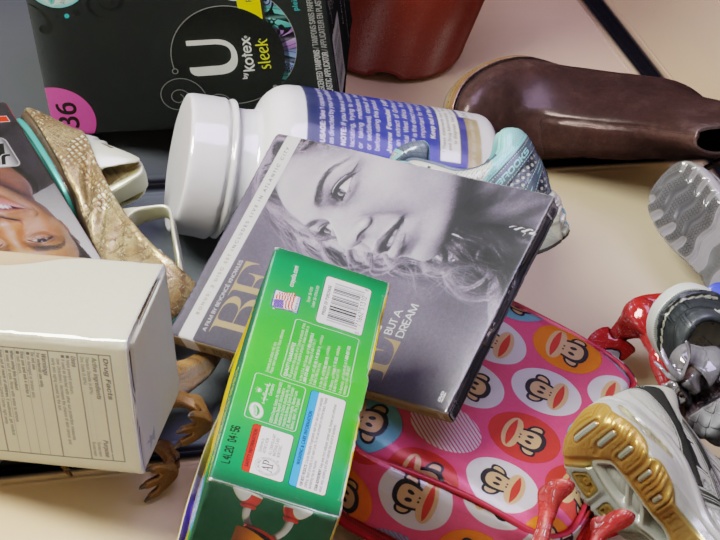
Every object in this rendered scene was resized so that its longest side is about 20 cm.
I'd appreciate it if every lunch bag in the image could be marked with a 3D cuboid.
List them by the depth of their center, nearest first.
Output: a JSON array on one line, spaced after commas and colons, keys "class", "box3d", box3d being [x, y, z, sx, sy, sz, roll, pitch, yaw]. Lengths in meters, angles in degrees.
[{"class": "lunch bag", "box3d": [0.086, 0.103, 1.504, 0.175, 0.082, 0.200, 24, 36, 8]}]

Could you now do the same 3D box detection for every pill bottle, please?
[{"class": "pill bottle", "box3d": [-0.020, -0.055, 1.634, 0.198, 0.120, 0.120, 9, 37, -13]}]

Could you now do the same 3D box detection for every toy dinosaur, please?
[{"class": "toy dinosaur", "box3d": [-0.125, 0.072, 1.476, 0.199, 0.061, 0.106, -16, 46, -38]}]

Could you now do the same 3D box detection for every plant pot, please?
[{"class": "plant pot", "box3d": [0.029, -0.260, 1.855, 0.199, 0.196, 0.201, 12, 36, -9]}]

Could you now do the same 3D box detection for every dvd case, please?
[{"class": "dvd case", "box3d": [0.000, 0.000, 1.487, 0.199, 0.016, 0.149, 14, 65, 32]}]

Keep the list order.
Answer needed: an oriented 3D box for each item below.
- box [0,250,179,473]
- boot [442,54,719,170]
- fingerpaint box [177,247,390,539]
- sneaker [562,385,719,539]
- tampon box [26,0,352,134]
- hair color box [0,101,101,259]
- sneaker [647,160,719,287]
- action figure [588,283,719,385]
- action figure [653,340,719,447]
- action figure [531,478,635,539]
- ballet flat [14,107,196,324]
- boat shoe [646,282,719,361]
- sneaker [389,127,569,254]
[{"class": "box", "box3d": [-0.207, 0.046, 1.403, 0.198, 0.096, 0.078, 6, 36, 11]}, {"class": "boot", "box3d": [0.176, -0.108, 1.774, 0.199, 0.073, 0.166, -4, 11, -37]}, {"class": "fingerpaint box", "box3d": [-0.052, 0.116, 1.358, 0.073, 0.168, 0.201, 17, 37, -3]}, {"class": "sneaker", "box3d": [0.198, 0.152, 1.440, 0.087, 0.075, 0.201, -27, 88, -51]}, {"class": "tampon box", "box3d": [-0.114, -0.189, 1.694, 0.198, 0.151, 0.127, -4, 35, 6]}, {"class": "hair color box", "box3d": [-0.229, -0.018, 1.549, 0.101, 0.062, 0.200, -7, 44, -31]}, {"class": "sneaker", "box3d": [0.274, 0.008, 1.713, 0.082, 0.075, 0.201, 14, 41, -44]}, {"class": "action figure", "box3d": [0.245, 0.042, 1.615, 0.065, 0.199, 0.100, 6, 67, -72]}, {"class": "action figure", "box3d": [0.244, 0.111, 1.489, 0.200, 0.130, 0.070, 45, 53, -14]}, {"class": "action figure", "box3d": [0.109, 0.204, 1.335, 0.065, 0.099, 0.201, 26, 62, -16]}, {"class": "ballet flat", "box3d": [-0.154, -0.033, 1.589, 0.065, 0.071, 0.201, -23, 57, -13]}, {"class": "boat shoe", "box3d": [0.255, 0.088, 1.550, 0.200, 0.076, 0.060, 36, 6, -16]}, {"class": "sneaker", "box3d": [0.023, -0.032, 1.558, 0.199, 0.087, 0.078, -17, 5, -6]}]
